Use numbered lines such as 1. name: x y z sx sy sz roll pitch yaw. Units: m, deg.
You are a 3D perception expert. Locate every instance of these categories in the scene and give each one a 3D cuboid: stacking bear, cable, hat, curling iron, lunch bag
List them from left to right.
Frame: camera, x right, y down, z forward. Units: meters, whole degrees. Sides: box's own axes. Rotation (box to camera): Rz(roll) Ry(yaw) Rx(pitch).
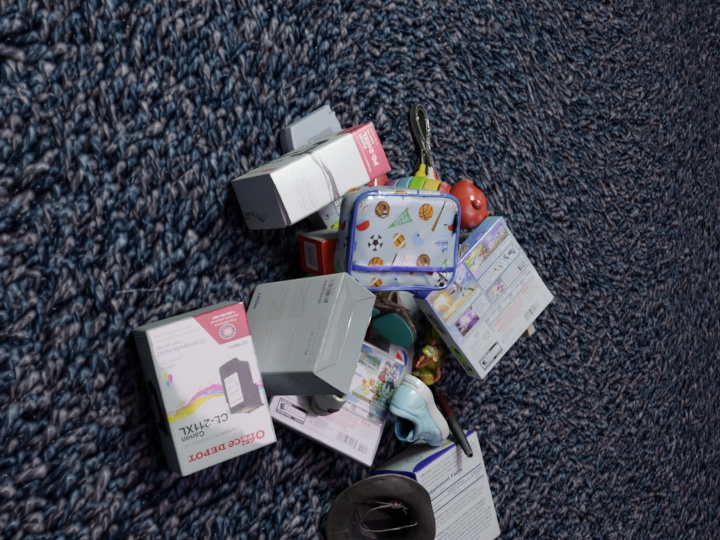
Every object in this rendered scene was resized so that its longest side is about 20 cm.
1. hat: 0.027 0.398 1.528 0.197 0.081 0.204 -4 113 -10
2. lunch bag: 0.061 -0.042 1.399 0.197 0.075 0.163 2 99 -26
3. stacking bear: 0.119 -0.111 1.603 0.122 0.197 0.116 48 47 -61
4. cable: 0.131 -0.211 1.762 0.096 0.050 0.204 15 74 -43
5. curling iron: 0.152 0.255 1.649 0.050 0.025 0.201 44 13 -40

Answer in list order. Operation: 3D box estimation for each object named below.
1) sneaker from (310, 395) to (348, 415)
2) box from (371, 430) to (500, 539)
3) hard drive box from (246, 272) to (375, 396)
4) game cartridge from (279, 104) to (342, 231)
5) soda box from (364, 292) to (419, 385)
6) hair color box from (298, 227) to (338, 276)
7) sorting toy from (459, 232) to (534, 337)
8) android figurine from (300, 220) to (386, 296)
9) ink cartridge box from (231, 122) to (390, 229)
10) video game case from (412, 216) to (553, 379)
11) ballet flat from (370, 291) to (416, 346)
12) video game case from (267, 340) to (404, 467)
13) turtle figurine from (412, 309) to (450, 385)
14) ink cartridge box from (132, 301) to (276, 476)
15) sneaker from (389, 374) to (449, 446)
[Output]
1. sneaker: -0.042 0.116 1.445 0.073 0.088 0.204 -1 76 -26
2. box: 0.134 0.405 1.632 0.183 0.104 0.203 -21 100 -47
3. hard drive box: -0.089 0.096 1.369 0.077 0.198 0.158 37 60 -37
4. game cartridge: -0.059 -0.160 1.562 0.133 0.040 0.203 -38 112 -47
5. soda box: 0.051 0.120 1.613 0.063 0.068 0.203 25 67 -41
6. hair color box: 0.012 -0.038 1.472 0.197 0.101 0.062 -11 103 -24
7. sorting toy: 0.186 0.042 1.679 0.069 0.197 0.202 -35 109 -37
8. android figurine: 0.000 0.000 1.549 0.199 0.041 0.184 -35 111 -20
9. ink cartridge box: -0.078 -0.142 1.426 0.199 0.144 0.084 -30 105 -28
10. video game case: 0.207 0.044 1.561 0.200 0.045 0.182 -45 113 -18
11. ballet flat: 0.028 0.053 1.509 0.199 0.067 0.076 33 50 -43
12. video game case: -0.039 0.187 1.489 0.198 0.022 0.185 29 65 -18
13. turtle figurine: 0.126 0.128 1.621 0.063 0.200 0.164 9 68 -1
14. ink cartridge box: -0.211 0.158 1.283 0.144 0.083 0.203 -16 96 -26
15. sneaker: 0.086 0.250 1.546 0.082 0.073 0.201 -51 141 -19
